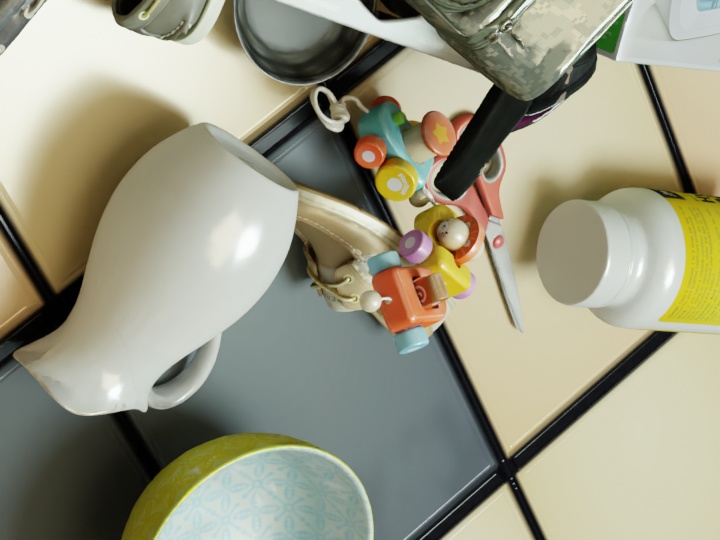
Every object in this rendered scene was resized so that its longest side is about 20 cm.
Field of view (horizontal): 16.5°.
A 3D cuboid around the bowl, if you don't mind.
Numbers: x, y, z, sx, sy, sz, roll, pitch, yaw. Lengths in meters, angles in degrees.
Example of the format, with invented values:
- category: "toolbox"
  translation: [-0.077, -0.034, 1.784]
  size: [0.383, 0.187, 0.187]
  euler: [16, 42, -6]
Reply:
- category: "bowl"
  translation: [-0.101, 0.194, 1.779]
  size: [0.200, 0.108, 0.201]
  euler: [-16, 120, -31]

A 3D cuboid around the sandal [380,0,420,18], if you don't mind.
- category: "sandal"
  translation: [0.096, -0.250, 1.763]
  size: [0.200, 0.048, 0.075]
  euler: [-47, 130, -11]

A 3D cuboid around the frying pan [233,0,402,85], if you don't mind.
- category: "frying pan"
  translation: [-0.009, -0.192, 1.713]
  size: [0.190, 0.031, 0.115]
  euler: [-13, 109, -31]

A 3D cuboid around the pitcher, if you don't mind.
- category: "pitcher"
  translation: [-0.120, 0.007, 1.687]
  size: [0.200, 0.121, 0.172]
  euler: [-54, 153, 9]

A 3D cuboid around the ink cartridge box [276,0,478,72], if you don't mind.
- category: "ink cartridge box"
  translation: [0.038, -0.245, 1.693]
  size: [0.200, 0.044, 0.174]
  euler: [17, 109, -29]

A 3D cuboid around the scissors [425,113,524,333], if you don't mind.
- category: "scissors"
  translation: [0.106, -0.036, 1.892]
  size: [0.073, 0.014, 0.200]
  euler: [-46, 129, -13]

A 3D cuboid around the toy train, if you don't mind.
- category: "toy train"
  translation: [0.037, -0.043, 1.724]
  size: [0.150, 0.056, 0.200]
  euler: [7, 63, -60]

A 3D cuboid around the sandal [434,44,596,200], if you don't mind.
- category: "sandal"
  translation: [0.121, -0.122, 1.723]
  size: [0.048, 0.075, 0.201]
  euler: [37, 70, -7]

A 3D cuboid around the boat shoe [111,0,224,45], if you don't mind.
- category: "boat shoe"
  translation: [-0.105, -0.244, 1.597]
  size: [0.060, 0.072, 0.202]
  euler: [5, 111, -44]

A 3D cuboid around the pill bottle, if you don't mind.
- category: "pill bottle"
  translation: [0.238, -0.007, 1.942]
  size: [0.200, 0.111, 0.112]
  euler: [4, 108, -39]

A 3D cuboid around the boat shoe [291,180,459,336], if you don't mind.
- category: "boat shoe"
  translation: [0.000, 0.000, 1.789]
  size: [0.200, 0.074, 0.069]
  euler: [34, 82, -42]

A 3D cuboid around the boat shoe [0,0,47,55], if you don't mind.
- category: "boat shoe"
  translation: [-0.208, -0.193, 1.541]
  size: [0.200, 0.074, 0.060]
  euler: [-49, 131, -5]

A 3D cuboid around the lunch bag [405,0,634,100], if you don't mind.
- category: "lunch bag"
  translation: [0.101, -0.235, 1.624]
  size: [0.200, 0.139, 0.168]
  euler: [-45, 113, 4]

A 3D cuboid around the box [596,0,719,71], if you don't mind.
- category: "box"
  translation: [0.240, -0.245, 1.833]
  size: [0.200, 0.097, 0.177]
  euler: [1, 110, -46]
